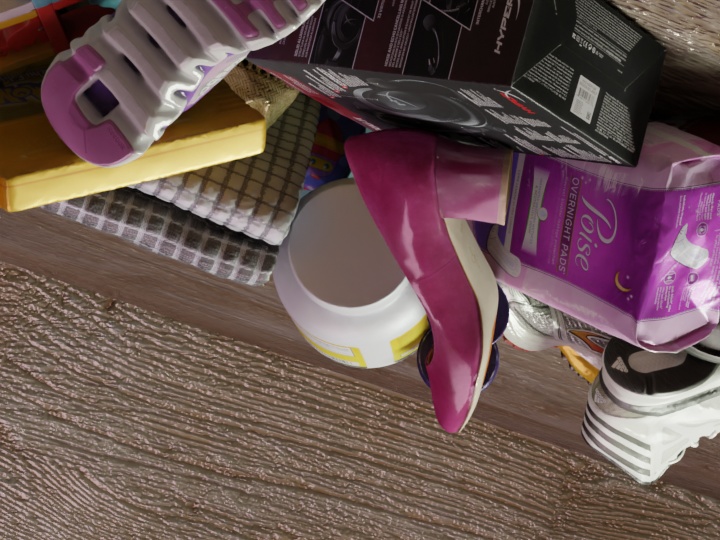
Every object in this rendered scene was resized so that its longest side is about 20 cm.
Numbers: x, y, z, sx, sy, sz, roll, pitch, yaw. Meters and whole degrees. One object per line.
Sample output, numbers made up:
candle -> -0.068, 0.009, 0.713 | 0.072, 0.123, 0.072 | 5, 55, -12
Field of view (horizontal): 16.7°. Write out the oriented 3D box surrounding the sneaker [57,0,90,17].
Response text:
sneaker -> -0.223, -0.195, 1.408 | 0.146, 0.077, 0.202 | 21, -176, 31

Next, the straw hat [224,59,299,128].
straw hat -> -0.074, -0.129, 1.518 | 0.201, 0.085, 0.201 | 16, 172, 2

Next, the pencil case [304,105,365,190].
pencil case -> -0.094, -0.111, 1.725 | 0.200, 0.078, 0.087 | 16, -161, -11

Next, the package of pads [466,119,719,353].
package of pads -> 0.127, -0.040, 1.460 | 0.076, 0.121, 0.200 | -10, -154, -40

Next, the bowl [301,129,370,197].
bowl -> -0.016, -0.055, 1.865 | 0.201, 0.105, 0.201 | 15, 171, 2

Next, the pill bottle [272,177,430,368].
pill bottle -> 0.000, 0.000, 1.633 | 0.112, 0.112, 0.200 | 15, 172, 5

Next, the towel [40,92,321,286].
towel -> -0.119, -0.081, 1.590 | 0.166, 0.086, 0.200 | 20, -151, -7

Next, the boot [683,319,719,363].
boot -> 0.299, -0.005, 1.588 | 0.200, 0.069, 0.174 | 13, 142, -10

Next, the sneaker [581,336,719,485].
sneaker -> 0.237, 0.085, 1.689 | 0.200, 0.076, 0.115 | -5, 142, -24

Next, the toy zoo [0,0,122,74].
toy zoo -> -0.171, -0.151, 1.322 | 0.200, 0.020, 0.131 | -20, 162, -2

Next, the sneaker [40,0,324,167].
sneaker -> -0.081, -0.139, 1.306 | 0.080, 0.200, 0.088 | 51, -154, -2

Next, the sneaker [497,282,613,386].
sneaker -> 0.154, 0.018, 1.675 | 0.082, 0.078, 0.200 | -22, 147, 37

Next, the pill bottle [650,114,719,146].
pill bottle -> 0.219, -0.038, 1.498 | 0.112, 0.112, 0.200 | 22, 169, -41

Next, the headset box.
headset box -> 0.045, -0.122, 1.373 | 0.200, 0.077, 0.149 | 11, 171, 36

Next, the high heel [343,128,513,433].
high heel -> 0.033, 0.008, 1.438 | 0.096, 0.067, 0.200 | 8, 128, 5

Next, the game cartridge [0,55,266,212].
game cartridge -> -0.176, -0.102, 1.410 | 0.176, 0.032, 0.200 | -15, -146, -27

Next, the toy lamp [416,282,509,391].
toy lamp -> 0.066, 0.046, 1.597 | 0.058, 0.058, 0.200 | 15, 167, 2
